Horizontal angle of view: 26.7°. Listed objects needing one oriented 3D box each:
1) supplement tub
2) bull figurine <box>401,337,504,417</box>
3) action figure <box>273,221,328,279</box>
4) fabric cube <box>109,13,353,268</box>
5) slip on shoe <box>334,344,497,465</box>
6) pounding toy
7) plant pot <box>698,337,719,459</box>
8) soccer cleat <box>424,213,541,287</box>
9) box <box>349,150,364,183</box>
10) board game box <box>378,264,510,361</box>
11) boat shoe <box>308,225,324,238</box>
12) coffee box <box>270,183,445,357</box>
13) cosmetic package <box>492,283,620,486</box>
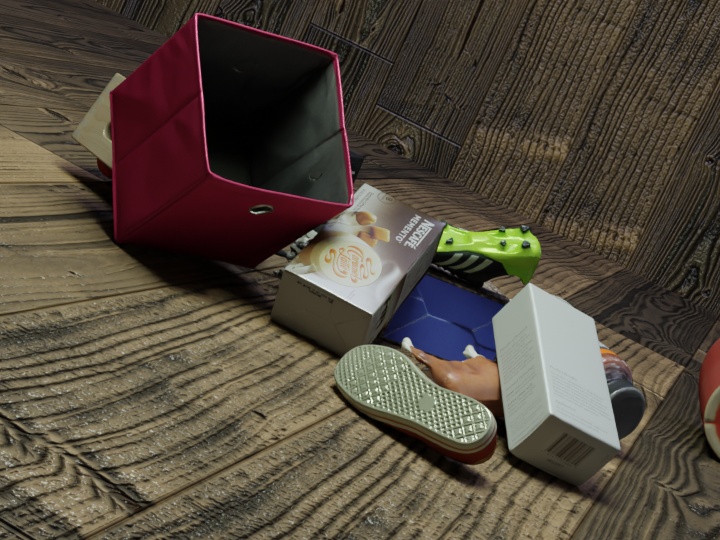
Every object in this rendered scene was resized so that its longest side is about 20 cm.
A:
[{"bbox_3d":[0.257,0.128,1.837,0.106,0.108,0.200,18,14,-34],"label":"supplement tub"},{"bbox_3d":[0.128,0.127,1.666,0.121,0.066,0.199,29,8,40],"label":"bull figurine"},{"bbox_3d":[-0.068,-0.028,1.851,0.199,0.120,0.102,18,-2,18],"label":"action figure"},{"bbox_3d":[-0.150,-0.137,1.703,0.195,0.201,0.199,11,-27,-37],"label":"fabric cube"},{"bbox_3d":[0.052,0.134,1.485,0.199,0.074,0.061,25,-26,35],"label":"slip on shoe"},{"bbox_3d":[-0.254,-0.124,1.891,0.200,0.143,0.184,37,1,39],"label":"pounding toy"},{"bbox_3d":[0.549,0.183,2.062,0.199,0.201,0.177,27,20,13],"label":"plant pot"},{"bbox_3d":[0.117,-0.019,1.830,0.198,0.081,0.068,7,43,3],"label":"soccer cleat"},{"bbox_3d":[-0.093,-0.144,2.310,0.106,0.123,0.200,28,10,19],"label":"box"},{"bbox_3d":[0.083,0.033,1.925,0.159,0.097,0.200,21,12,-22],"label":"board game box"},{"bbox_3d":[0.007,-0.038,2.196,0.199,0.061,0.076,29,11,18],"label":"boat shoe"},{"bbox_3d":[0.000,0.000,1.710,0.114,0.080,0.200,28,41,12],"label":"coffee box"},{"bbox_3d":[0.206,0.119,1.621,0.101,0.074,0.201,29,33,-23],"label":"cosmetic package"}]
